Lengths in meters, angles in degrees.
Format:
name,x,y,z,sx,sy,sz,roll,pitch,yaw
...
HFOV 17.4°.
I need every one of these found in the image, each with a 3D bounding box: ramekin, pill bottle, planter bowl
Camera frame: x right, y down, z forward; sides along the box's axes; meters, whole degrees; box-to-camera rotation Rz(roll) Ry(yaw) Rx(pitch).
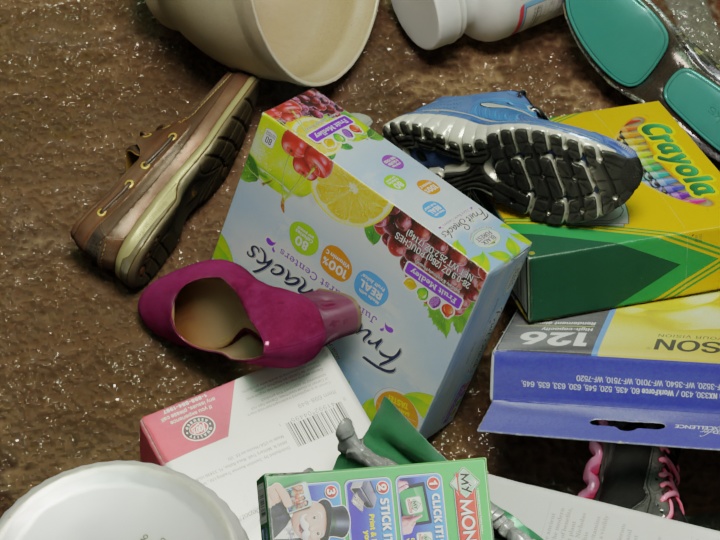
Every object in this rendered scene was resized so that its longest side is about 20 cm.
name,x,y,z,sx,sy,sz,roll,pitch,yaw
ramekin,-0.147,0.207,1.428,0.201,0.095,0.203,-1,51,2
pill bottle,0.125,-0.247,1.860,0.199,0.109,0.109,-23,60,-21
planter bowl,-0.088,-0.242,1.802,0.134,0.201,0.201,3,50,31

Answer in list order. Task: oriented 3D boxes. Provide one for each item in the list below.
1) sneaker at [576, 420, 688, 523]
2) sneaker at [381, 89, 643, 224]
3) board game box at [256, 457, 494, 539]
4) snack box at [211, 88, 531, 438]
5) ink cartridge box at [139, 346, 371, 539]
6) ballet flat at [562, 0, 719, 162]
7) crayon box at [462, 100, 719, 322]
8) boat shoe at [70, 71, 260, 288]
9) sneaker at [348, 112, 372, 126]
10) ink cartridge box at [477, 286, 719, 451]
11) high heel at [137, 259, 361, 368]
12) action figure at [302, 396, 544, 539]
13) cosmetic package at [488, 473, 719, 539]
name,x,y,z,sx,sy,sz,roll,pitch,yaw
sneaker,0.191,0.160,1.585,0.095,0.079,0.201,1,52,42
sneaker,0.114,-0.093,1.657,0.199,0.079,0.089,15,42,34
board game box,0.016,0.213,1.345,0.134,0.029,0.202,-3,80,-14
snack box,0.000,0.000,1.635,0.200,0.169,0.068,37,38,19
ink cartridge box,-0.042,0.171,1.567,0.145,0.085,0.201,-21,59,-18
ballet flat,0.237,-0.155,1.830,0.200,0.072,0.072,44,61,9
crayon box,0.172,-0.048,1.711,0.171,0.059,0.200,-10,32,-11
boat shoe,-0.141,-0.079,1.739,0.067,0.072,0.201,28,60,11
sneaker,0.016,-0.045,1.734,0.092,0.076,0.201,-19,62,-28
ink cartridge box,0.194,0.058,1.611,0.196,0.047,0.200,3,20,15
high heel,-0.101,0.032,1.612,0.199,0.068,0.096,-2,9,40
action figure,0.054,0.169,1.476,0.199,0.055,0.118,31,78,26
cosmetic package,0.162,0.204,1.481,0.199,0.071,0.102,12,79,29
